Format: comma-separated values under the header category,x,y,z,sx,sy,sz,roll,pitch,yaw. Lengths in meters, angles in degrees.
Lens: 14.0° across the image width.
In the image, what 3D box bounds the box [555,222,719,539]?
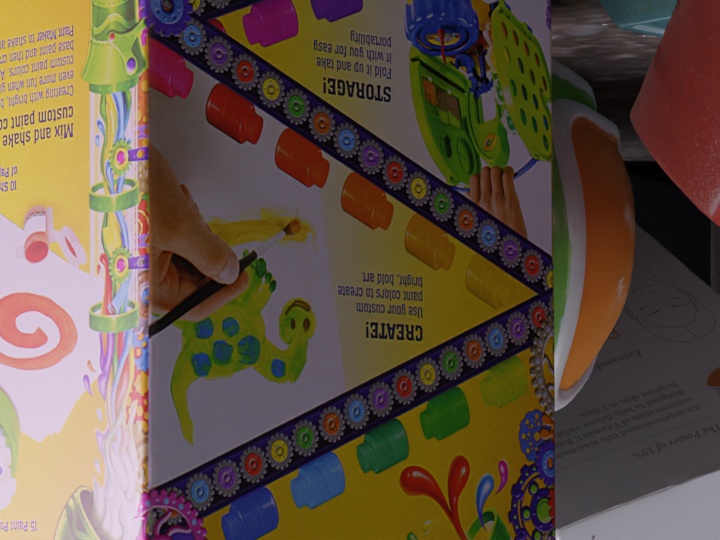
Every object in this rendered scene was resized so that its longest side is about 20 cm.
category,x,y,z,sx,sy,sz,roll,pitch,yaw
box,0.063,0.054,1.025,0.124,0.098,0.200,-17,-142,-25

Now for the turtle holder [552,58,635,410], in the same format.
category,x,y,z,sx,sy,sz,roll,pitch,yaw
turtle holder,-0.007,-0.006,0.825,0.185,0.141,0.132,-23,171,39

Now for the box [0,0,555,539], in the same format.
category,x,y,z,sx,sy,sz,roll,pitch,yaw
box,-0.067,0.005,0.687,0.122,0.193,0.200,5,173,-43

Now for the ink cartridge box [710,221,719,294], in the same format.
category,x,y,z,sx,sy,sz,roll,pitch,yaw
ink cartridge box,0.204,0.051,1.089,0.147,0.200,0.083,-1,174,6

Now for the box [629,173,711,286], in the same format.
category,x,y,z,sx,sy,sz,roll,pitch,yaw
box,0.183,0.026,1.220,0.200,0.079,0.141,16,173,5

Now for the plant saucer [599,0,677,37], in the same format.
category,x,y,z,sx,sy,sz,roll,pitch,yaw
plant saucer,0.154,-0.068,0.832,0.200,0.019,0.070,7,170,-44

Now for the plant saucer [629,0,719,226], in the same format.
category,x,y,z,sx,sy,sz,roll,pitch,yaw
plant saucer,0.172,-0.039,0.655,0.200,0.037,0.200,9,160,-2
